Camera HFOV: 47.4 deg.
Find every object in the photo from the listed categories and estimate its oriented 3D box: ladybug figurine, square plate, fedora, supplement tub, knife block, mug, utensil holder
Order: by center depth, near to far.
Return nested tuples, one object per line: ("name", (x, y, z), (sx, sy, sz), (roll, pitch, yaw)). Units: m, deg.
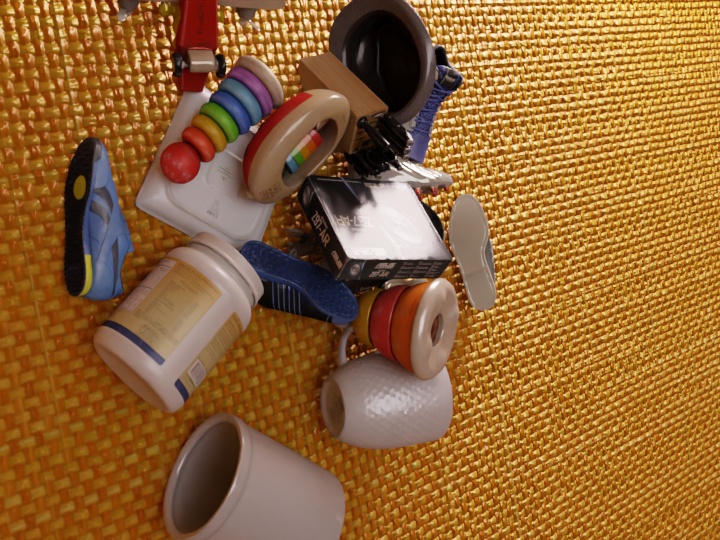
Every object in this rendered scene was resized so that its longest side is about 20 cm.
("supplement tub", (-0.232, 0.064, 1.069), (0.145, 0.143, 0.201), (51, 62, -23))
("utensil holder", (-0.140, 0.313, 1.119), (0.198, 0.168, 0.173), (34, 70, -32))
("ladybug figurine", (-0.098, -0.181, 1.160), (0.200, 0.072, 0.136), (-46, 159, -15))
("square plate", (-0.196, -0.135, 1.171), (0.198, 0.028, 0.202), (31, 71, -31))
("knife block", (-0.003, -0.237, 1.225), (0.063, 0.174, 0.205), (-22, 101, -34))
("mug", (0.027, 0.174, 1.268), (0.171, 0.148, 0.205), (-4, 70, -28))
("fedora", (0.048, -0.328, 1.286), (0.203, 0.176, 0.090), (58, 31, 8))

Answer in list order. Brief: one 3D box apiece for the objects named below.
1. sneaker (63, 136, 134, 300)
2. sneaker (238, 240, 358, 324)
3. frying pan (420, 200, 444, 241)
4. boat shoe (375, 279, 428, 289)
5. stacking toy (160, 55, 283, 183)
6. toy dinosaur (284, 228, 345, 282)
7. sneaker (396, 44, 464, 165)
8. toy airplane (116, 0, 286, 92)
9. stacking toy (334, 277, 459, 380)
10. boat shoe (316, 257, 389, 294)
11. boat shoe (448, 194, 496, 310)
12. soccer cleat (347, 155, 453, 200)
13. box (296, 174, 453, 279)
("sneaker", (-0.332, -0.065, 1.053), (0.077, 0.065, 0.206), (2, 88, -47))
("sneaker", (-0.099, 0.029, 1.185), (0.197, 0.078, 0.071), (30, 49, -15))
("frying pan", (0.062, -0.054, 1.328), (0.189, 0.031, 0.115), (-33, 77, -38))
("boat shoe", (0.083, 0.057, 1.357), (0.197, 0.067, 0.073), (9, 54, -48))
("stacking toy", (-0.194, -0.195, 1.115), (0.086, 0.085, 0.201), (47, 69, -25))
("toy dinosaur", (-0.008, -0.039, 1.235), (0.196, 0.077, 0.104), (-6, 64, -31))
("sneaker", (0.106, -0.284, 1.343), (0.079, 0.114, 0.205), (13, 82, -33))
("toy airplane", (-0.222, -0.368, 1.088), (0.199, 0.141, 0.200), (-43, 127, 2))
("stacking toy", (0.037, 0.070, 1.223), (0.145, 0.196, 0.150), (-32, 127, -54))
("boat shoe", (0.000, 0.000, 1.304), (0.197, 0.057, 0.068), (-12, 61, -39))
("boat shoe", (0.200, -0.032, 1.454), (0.062, 0.071, 0.206), (-7, 85, -78))
("soccer cleat", (0.068, -0.158, 1.338), (0.196, 0.069, 0.080), (-5, 80, -30))
("box", (0.021, -0.062, 1.202), (0.196, 0.044, 0.162), (1, 49, -37))
